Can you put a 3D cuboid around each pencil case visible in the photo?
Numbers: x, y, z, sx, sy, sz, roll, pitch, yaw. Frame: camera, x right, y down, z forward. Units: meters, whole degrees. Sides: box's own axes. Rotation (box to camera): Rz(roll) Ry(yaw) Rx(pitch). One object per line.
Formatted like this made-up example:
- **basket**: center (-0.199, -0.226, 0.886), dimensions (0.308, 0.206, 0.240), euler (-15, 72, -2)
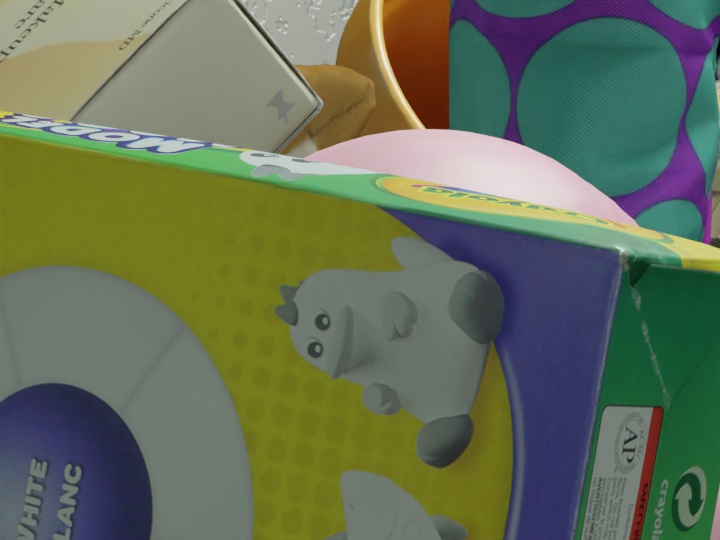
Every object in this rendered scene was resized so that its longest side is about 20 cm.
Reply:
- **pencil case**: center (0.071, -0.009, 0.781), dimensions (0.092, 0.201, 0.085), euler (0, -2, 9)

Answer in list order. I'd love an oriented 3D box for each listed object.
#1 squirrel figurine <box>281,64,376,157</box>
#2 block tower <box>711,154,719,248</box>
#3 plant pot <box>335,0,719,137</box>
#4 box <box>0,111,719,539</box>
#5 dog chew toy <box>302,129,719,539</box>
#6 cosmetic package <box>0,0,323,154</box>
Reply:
- **squirrel figurine**: center (-0.119, -0.033, 1.221), dimensions (0.186, 0.142, 0.200), euler (4, -2, 30)
- **block tower**: center (0.120, -0.017, 0.863), dimensions (0.058, 0.054, 0.200), euler (37, -15, -23)
- **plant pot**: center (0.060, -0.055, 1.424), dimensions (0.199, 0.201, 0.183), euler (8, -35, -23)
- **box**: center (-0.043, 0.036, 0.430), dimensions (0.199, 0.118, 0.048), euler (11, 3, 35)
- **dog chew toy**: center (0.037, 0.045, 0.537), dimensions (0.124, 0.125, 0.200), euler (7, 12, -31)
- **cosmetic package**: center (-0.110, -0.070, 1.050), dimensions (0.071, 0.105, 0.200), euler (49, -13, -29)
